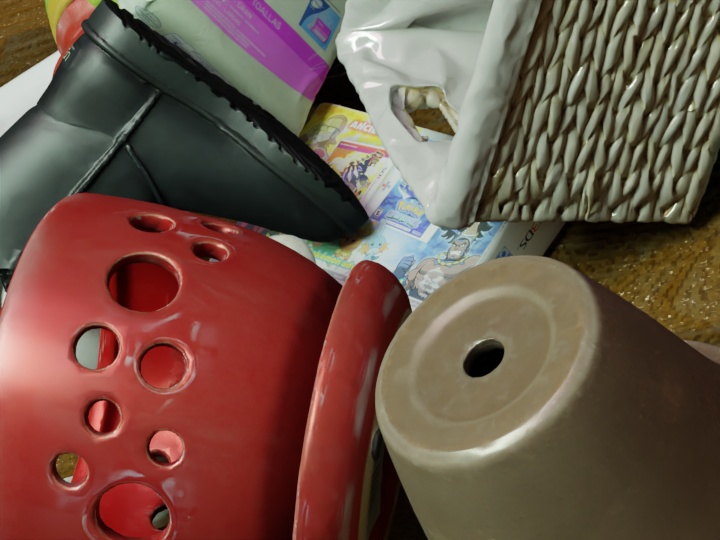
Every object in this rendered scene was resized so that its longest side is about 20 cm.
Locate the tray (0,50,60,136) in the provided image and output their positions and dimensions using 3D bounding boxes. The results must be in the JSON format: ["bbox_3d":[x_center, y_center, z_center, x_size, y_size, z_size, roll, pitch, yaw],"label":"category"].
[{"bbox_3d":[-0.216,-0.076,1.554,0.107,0.022,0.200,-31,41,14],"label":"tray"}]

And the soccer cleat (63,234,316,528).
[{"bbox_3d":[-0.091,0.064,1.230,0.200,0.077,0.069,-57,47,21],"label":"soccer cleat"}]

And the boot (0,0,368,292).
[{"bbox_3d":[-0.119,-0.032,1.263,0.168,0.200,0.076,-51,16,10],"label":"boot"}]

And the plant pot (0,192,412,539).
[{"bbox_3d":[-0.072,0.072,1.100,0.182,0.201,0.201,9,55,7],"label":"plant pot"}]

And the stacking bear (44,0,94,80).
[{"bbox_3d":[-0.166,-0.172,1.522,0.113,0.121,0.200,-27,42,22],"label":"stacking bear"}]

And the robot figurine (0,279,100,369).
[{"bbox_3d":[-0.189,-0.009,1.387,0.125,0.150,0.200,-37,42,-14],"label":"robot figurine"}]

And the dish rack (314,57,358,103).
[{"bbox_3d":[-0.031,-0.194,1.477,0.153,0.055,0.201,-5,58,35],"label":"dish rack"}]

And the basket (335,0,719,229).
[{"bbox_3d":[0.101,-0.152,1.188,0.160,0.201,0.198,1,33,-20],"label":"basket"}]

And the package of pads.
[{"bbox_3d":[-0.063,-0.202,1.343,0.068,0.154,0.200,3,61,45],"label":"package of pads"}]

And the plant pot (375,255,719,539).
[{"bbox_3d":[0.098,0.085,1.033,0.200,0.175,0.201,-22,42,21],"label":"plant pot"}]

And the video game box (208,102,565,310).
[{"bbox_3d":[0.000,0.000,1.291,0.200,0.047,0.182,20,71,47],"label":"video game box"}]
